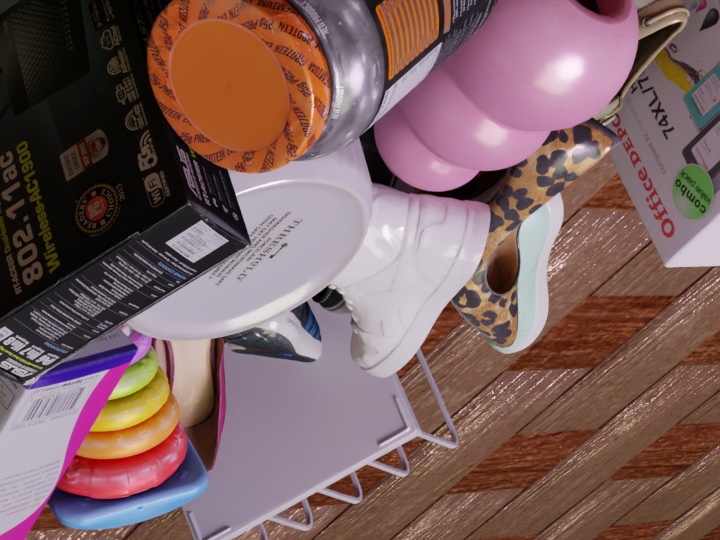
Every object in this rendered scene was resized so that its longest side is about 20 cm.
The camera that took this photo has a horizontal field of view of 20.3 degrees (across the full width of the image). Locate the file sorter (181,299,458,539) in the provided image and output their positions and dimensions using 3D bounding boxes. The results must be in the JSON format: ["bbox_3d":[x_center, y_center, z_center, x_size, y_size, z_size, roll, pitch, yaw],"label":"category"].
[{"bbox_3d":[-0.044,0.121,1.595,0.199,0.139,0.124,-30,157,14],"label":"file sorter"}]

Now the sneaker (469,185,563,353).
[{"bbox_3d":[0.083,0.006,1.543,0.118,0.074,0.201,-21,146,-19],"label":"sneaker"}]

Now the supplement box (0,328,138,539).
[{"bbox_3d":[-0.251,0.099,1.347,0.101,0.103,0.201,-14,143,-53],"label":"supplement box"}]

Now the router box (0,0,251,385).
[{"bbox_3d":[-0.156,-0.063,1.061,0.149,0.201,0.062,-32,146,17],"label":"router box"}]

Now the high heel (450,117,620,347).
[{"bbox_3d":[0.124,-0.023,1.388,0.142,0.072,0.201,0,127,26],"label":"high heel"}]

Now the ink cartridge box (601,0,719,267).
[{"bbox_3d":[0.287,-0.117,1.391,0.145,0.147,0.200,-3,148,-37],"label":"ink cartridge box"}]

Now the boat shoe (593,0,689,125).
[{"bbox_3d":[0.158,-0.132,1.351,0.073,0.063,0.201,-7,150,-30],"label":"boat shoe"}]

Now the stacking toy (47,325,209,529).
[{"bbox_3d":[-0.179,0.069,1.405,0.115,0.110,0.201,-14,122,-18],"label":"stacking toy"}]

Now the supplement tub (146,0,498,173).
[{"bbox_3d":[-0.017,-0.136,1.036,0.123,0.123,0.200,-47,177,42],"label":"supplement tub"}]

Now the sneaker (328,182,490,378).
[{"bbox_3d":[0.000,0.000,1.351,0.115,0.074,0.200,14,146,-12],"label":"sneaker"}]

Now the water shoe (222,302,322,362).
[{"bbox_3d":[-0.059,0.021,1.453,0.071,0.080,0.200,7,174,0],"label":"water shoe"}]

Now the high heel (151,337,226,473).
[{"bbox_3d":[-0.119,0.071,1.476,0.067,0.097,0.200,-18,155,-11],"label":"high heel"}]

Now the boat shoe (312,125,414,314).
[{"bbox_3d":[-0.014,-0.037,1.392,0.066,0.070,0.200,-3,149,-21],"label":"boat shoe"}]

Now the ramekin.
[{"bbox_3d":[-0.084,-0.041,1.188,0.201,0.095,0.203,-19,151,-11],"label":"ramekin"}]

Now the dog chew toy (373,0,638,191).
[{"bbox_3d":[0.079,-0.120,1.242,0.124,0.125,0.200,0,150,-39],"label":"dog chew toy"}]
